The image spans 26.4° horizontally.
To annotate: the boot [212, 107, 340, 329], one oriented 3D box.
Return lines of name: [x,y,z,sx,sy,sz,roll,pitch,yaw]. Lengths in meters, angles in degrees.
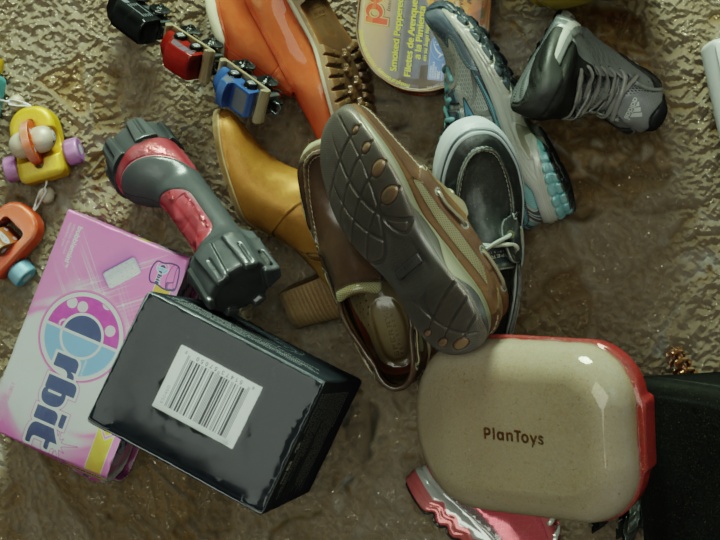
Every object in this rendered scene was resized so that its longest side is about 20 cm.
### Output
boot: [-0.022,-0.060,1.233,0.143,0.071,0.203,-21,101,15]

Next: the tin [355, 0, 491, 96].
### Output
tin: [0.056,-0.244,1.266,0.111,0.042,0.202,6,87,4]

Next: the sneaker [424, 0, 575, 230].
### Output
sneaker: [0.092,-0.115,1.214,0.086,0.078,0.201,-27,101,13]

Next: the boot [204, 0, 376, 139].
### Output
boot: [-0.058,-0.170,1.267,0.106,0.075,0.202,-23,89,25]

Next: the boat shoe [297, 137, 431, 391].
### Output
boat shoe: [0.006,-0.002,1.171,0.074,0.075,0.204,-20,106,15]

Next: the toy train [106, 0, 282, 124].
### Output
toy train: [-0.139,-0.176,1.249,0.199,0.046,0.034,36,123,29]

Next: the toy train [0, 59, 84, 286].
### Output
toy train: [-0.323,-0.093,1.296,0.150,0.056,0.200,-41,82,3]

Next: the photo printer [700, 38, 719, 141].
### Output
photo printer: [0.366,-0.096,1.197,0.165,0.069,0.202,-11,84,7]

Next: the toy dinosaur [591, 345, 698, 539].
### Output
toy dinosaur: [0.251,0.169,1.198,0.134,0.102,0.202,-5,67,-8]

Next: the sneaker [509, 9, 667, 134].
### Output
sneaker: [0.183,-0.140,1.168,0.115,0.200,0.075,31,114,0]

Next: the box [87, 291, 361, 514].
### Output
box: [-0.097,0.098,1.179,0.147,0.200,0.108,26,91,9]

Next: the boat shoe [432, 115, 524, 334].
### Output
boat shoe: [0.100,-0.018,1.182,0.071,0.071,0.202,-11,119,-5]

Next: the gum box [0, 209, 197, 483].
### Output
gum box: [-0.218,0.066,1.264,0.113,0.066,0.202,21,89,10]

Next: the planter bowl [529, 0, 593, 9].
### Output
planter bowl: [0.141,-0.264,1.188,0.083,0.200,0.201,-41,82,19]

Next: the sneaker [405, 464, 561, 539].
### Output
sneaker: [0.131,0.205,1.205,0.200,0.074,0.087,41,90,9]

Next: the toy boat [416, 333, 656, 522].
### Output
toy boat: [0.141,0.109,1.147,0.199,0.130,0.132,2,97,39]

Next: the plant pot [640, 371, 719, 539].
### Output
plant pot: [0.329,0.166,1.091,0.198,0.177,0.202,-2,84,-23]

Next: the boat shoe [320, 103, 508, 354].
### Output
boat shoe: [0.040,-0.034,1.129,0.076,0.072,0.201,-32,87,42]

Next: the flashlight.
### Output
flashlight: [-0.141,-0.042,1.217,0.068,0.068,0.200,-57,46,22]
